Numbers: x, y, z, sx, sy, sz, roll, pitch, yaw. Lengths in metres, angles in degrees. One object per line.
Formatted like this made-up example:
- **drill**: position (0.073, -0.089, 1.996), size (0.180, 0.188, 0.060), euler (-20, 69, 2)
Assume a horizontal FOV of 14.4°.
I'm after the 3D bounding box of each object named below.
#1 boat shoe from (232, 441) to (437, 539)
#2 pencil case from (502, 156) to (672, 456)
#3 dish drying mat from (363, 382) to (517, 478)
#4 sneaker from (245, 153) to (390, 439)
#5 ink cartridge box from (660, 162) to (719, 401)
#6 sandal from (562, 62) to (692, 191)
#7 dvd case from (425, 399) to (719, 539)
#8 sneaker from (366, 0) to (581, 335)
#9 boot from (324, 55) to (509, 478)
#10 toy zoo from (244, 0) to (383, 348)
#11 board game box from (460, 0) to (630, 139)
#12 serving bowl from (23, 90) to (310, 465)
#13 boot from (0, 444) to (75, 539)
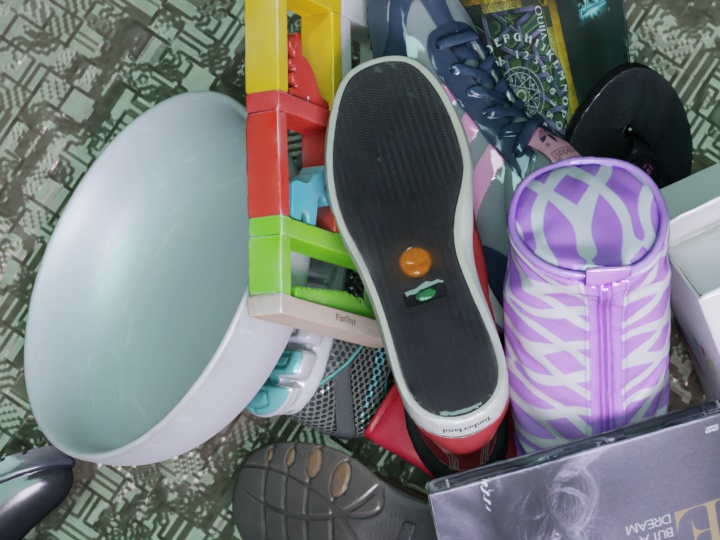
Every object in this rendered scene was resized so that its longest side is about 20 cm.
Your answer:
- **boat shoe**: position (0.019, 0.144, 1.477), size (0.200, 0.072, 0.076), euler (21, 86, 36)
- **pencil case**: position (0.110, 0.037, 1.376), size (0.084, 0.200, 0.086), euler (-5, 47, 4)
- **dish drying mat**: position (0.105, 0.103, 1.463), size (0.200, 0.018, 0.077), euler (30, 72, 13)
- **sneaker**: position (0.000, 0.000, 1.516), size (0.091, 0.077, 0.201), euler (33, 68, -32)
- **ink cartridge box**: position (0.232, 0.023, 1.431), size (0.128, 0.125, 0.201), euler (-24, 115, -1)
- **sandal**: position (0.134, -0.007, 1.489), size (0.075, 0.048, 0.201), euler (6, 104, -26)
- **dvd case**: position (0.120, 0.168, 1.397), size (0.148, 0.016, 0.201), euler (-15, 121, -5)
- **sneaker**: position (0.073, -0.069, 1.437), size (0.070, 0.082, 0.201), euler (-29, 97, -42)
- **boot**: position (0.031, 0.005, 1.417), size (0.072, 0.144, 0.201), euler (-12, 70, 1)
- **toy zoo**: position (-0.017, -0.068, 1.417), size (0.020, 0.131, 0.201), euler (-6, 80, 27)
- **board game box**: position (0.080, -0.119, 1.514), size (0.135, 0.028, 0.201), euler (-1, 84, -25)
- **serving bowl**: position (-0.090, 0.012, 1.473), size (0.066, 0.200, 0.201), euler (26, 84, -36)
- **boot**: position (-0.192, 0.210, 1.495), size (0.164, 0.066, 0.201), euler (-24, 81, 8)
